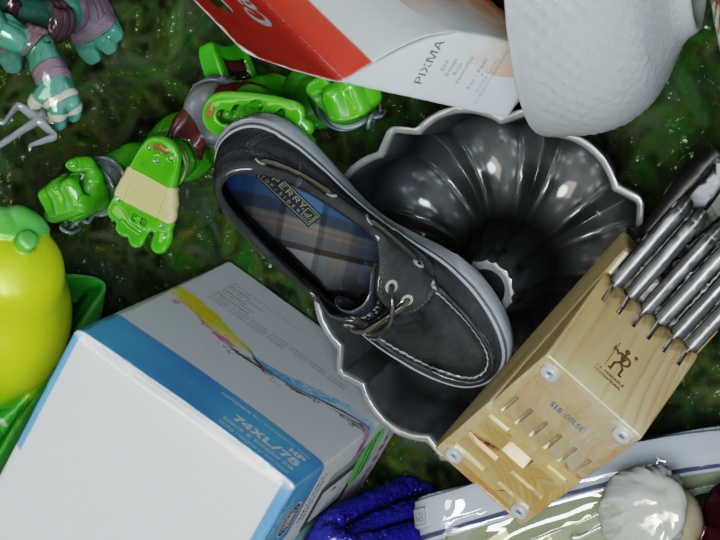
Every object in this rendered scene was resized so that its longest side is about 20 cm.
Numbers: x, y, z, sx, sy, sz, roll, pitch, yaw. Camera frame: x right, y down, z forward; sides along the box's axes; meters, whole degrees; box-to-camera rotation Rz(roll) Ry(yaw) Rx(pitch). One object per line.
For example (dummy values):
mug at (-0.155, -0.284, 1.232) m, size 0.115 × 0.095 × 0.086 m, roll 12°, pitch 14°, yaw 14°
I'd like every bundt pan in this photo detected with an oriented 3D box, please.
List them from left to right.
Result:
bundt pan at (0.078, 0.003, 1.244) m, size 0.200 × 0.076 × 0.204 m, roll 4°, pitch 103°, yaw 18°

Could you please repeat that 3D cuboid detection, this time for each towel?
towel at (-0.026, 0.217, 1.289) m, size 0.049 × 0.147 × 0.201 m, roll 36°, pitch 110°, yaw 17°

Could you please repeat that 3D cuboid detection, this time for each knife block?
knife block at (0.140, 0.025, 1.161) m, size 0.064 × 0.176 × 0.200 m, roll 41°, pitch 146°, yaw 0°

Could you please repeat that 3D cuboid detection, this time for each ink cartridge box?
ink cartridge box at (-0.090, 0.109, 1.255) m, size 0.146 × 0.200 × 0.147 m, roll 34°, pitch 110°, yaw 11°
ink cartridge box at (-0.020, -0.153, 1.147) m, size 0.162 × 0.199 × 0.050 m, roll 47°, pitch 113°, yaw 36°

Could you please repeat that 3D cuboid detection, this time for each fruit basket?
fruit basket at (-0.231, 0.048, 1.278) m, size 0.154 × 0.216 × 0.218 m, roll 6°, pitch 104°, yaw 17°

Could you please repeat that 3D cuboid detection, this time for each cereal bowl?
cereal bowl at (0.129, -0.167, 1.124) m, size 0.083 × 0.200 × 0.202 m, roll 1°, pitch 103°, yaw 14°

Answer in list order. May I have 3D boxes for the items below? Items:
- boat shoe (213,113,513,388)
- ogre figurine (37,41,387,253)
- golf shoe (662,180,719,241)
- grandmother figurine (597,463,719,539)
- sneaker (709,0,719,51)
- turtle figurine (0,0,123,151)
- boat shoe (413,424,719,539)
boat shoe at (0.000, 0.000, 1.170) m, size 0.070 × 0.066 × 0.200 m, roll -38°, pitch 107°, yaw 25°
ogre figurine at (-0.070, -0.078, 1.251) m, size 0.200 × 0.120 × 0.098 m, roll -40°, pitch 93°, yaw 23°
golf shoe at (0.242, 0.024, 1.200) m, size 0.097 × 0.078 × 0.201 m, roll -29°, pitch 96°, yaw 12°
grandmother figurine at (0.217, 0.157, 1.191) m, size 0.199 × 0.122 × 0.061 m, roll 23°, pitch 134°, yaw -12°
sneaker at (0.219, -0.192, 1.164) m, size 0.079 × 0.071 × 0.202 m, roll -8°, pitch 92°, yaw -7°
turtle figurine at (-0.217, -0.126, 1.244) m, size 0.149 × 0.200 × 0.102 m, roll 14°, pitch 107°, yaw 15°
boat shoe at (0.129, 0.131, 1.238) m, size 0.198 × 0.072 × 0.063 m, roll -14°, pitch 86°, yaw -1°
